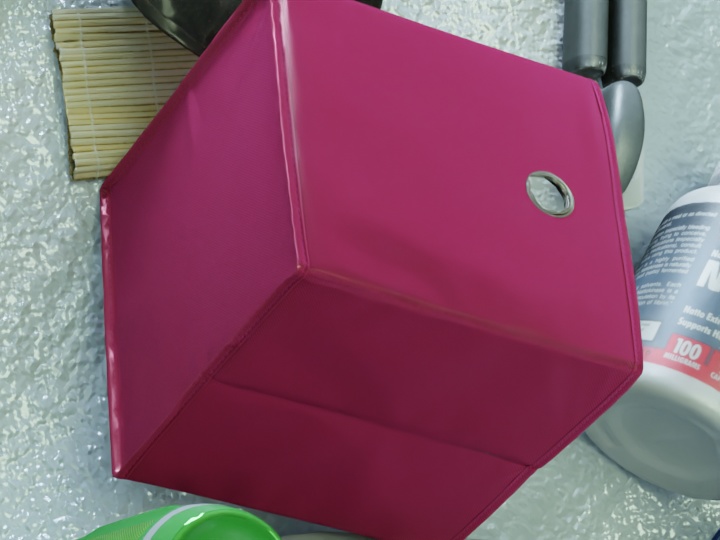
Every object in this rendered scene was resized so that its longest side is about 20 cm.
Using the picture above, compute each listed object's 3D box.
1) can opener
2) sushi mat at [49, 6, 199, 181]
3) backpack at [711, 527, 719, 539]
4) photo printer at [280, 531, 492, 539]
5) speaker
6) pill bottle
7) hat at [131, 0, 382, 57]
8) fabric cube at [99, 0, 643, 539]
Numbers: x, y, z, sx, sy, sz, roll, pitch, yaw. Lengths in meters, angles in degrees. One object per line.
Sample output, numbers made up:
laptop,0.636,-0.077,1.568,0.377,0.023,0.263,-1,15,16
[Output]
can opener,0.152,-0.129,1.729,0.053,0.066,0.200,11,68,-26
sushi mat,-0.076,-0.102,1.614,0.200,0.012,0.096,-5,80,-31
backpack,0.248,0.230,1.644,0.183,0.147,0.200,38,66,-16
photo printer,0.019,0.224,1.555,0.200,0.069,0.167,5,77,-29
speaker,-0.108,0.165,1.418,0.088,0.200,0.089,8,74,-29
pill bottle,0.215,0.021,1.694,0.120,0.120,0.200,38,62,-17
hat,-0.084,-0.185,1.586,0.200,0.081,0.201,13,65,-28
fabric cube,0.000,0.000,1.494,0.199,0.200,0.196,17,48,-26
